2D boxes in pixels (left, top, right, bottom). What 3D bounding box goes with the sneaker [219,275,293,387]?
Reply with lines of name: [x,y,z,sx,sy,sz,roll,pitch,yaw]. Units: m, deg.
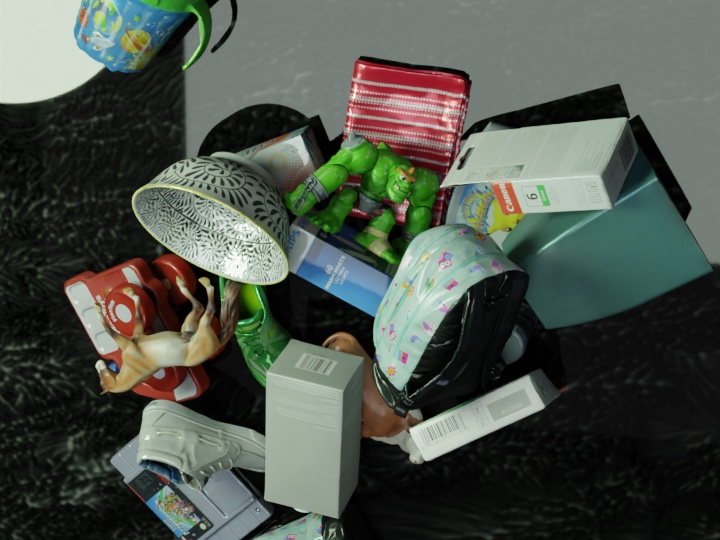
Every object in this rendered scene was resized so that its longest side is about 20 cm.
sneaker: [-0.138,0.070,1.688,0.074,0.084,0.200,-17,103,16]

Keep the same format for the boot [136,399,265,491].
boot: [-0.197,0.246,1.720,0.200,0.096,0.074,23,141,-20]

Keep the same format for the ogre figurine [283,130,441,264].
ogre figurine: [0.015,-0.088,1.577,0.200,0.098,0.120,26,99,-14]

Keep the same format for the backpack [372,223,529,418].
backpack: [0.098,0.050,1.492,0.127,0.167,0.200,44,132,27]

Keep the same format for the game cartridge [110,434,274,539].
game cartridge: [-0.229,0.292,1.803,0.130,0.038,0.200,-40,98,14]

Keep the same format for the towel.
towel: [0.048,-0.151,1.622,0.144,0.022,0.201,11,109,6]

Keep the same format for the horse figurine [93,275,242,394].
horse figurine: [-0.229,0.075,1.593,0.199,0.050,0.133,-15,115,-7]

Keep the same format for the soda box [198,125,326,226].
soda box: [-0.143,-0.110,1.642,0.200,0.064,0.069,-20,104,14]

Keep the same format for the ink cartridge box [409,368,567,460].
ink cartridge box: [0.161,0.168,1.623,0.161,0.200,0.050,-27,86,16]

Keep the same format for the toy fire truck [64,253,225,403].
toy fire truck: [-0.281,0.080,1.714,0.168,0.112,0.200,-17,105,38]

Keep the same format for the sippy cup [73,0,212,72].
sippy cup: [-0.271,-0.309,1.569,0.178,0.139,0.130,55,125,30]

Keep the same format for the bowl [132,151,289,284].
bowl: [-0.157,-0.076,1.554,0.200,0.201,0.094,24,67,1]

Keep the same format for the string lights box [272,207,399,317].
string lights box: [0.000,0.000,1.634,0.200,0.103,0.059,28,109,-2]

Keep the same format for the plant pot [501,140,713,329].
plant pot: [0.274,-0.030,1.545,0.200,0.141,0.141,-32,112,14]

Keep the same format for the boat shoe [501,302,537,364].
boat shoe: [0.124,0.090,1.661,0.200,0.091,0.071,-10,107,27]

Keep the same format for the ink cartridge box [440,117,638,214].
ink cartridge box: [0.202,-0.115,1.507,0.200,0.109,0.050,-3,129,34]

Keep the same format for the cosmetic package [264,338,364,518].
cosmetic package: [-0.058,0.200,1.661,0.107,0.090,0.200,13,123,15]

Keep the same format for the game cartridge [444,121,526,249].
game cartridge: [0.174,-0.073,1.621,0.133,0.040,0.200,17,109,7]

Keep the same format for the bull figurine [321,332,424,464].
bull figurine: [0.006,0.172,1.709,0.121,0.065,0.200,-33,95,24]

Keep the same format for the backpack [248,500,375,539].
backpack: [-0.077,0.399,1.765,0.200,0.127,0.167,-24,106,18]
